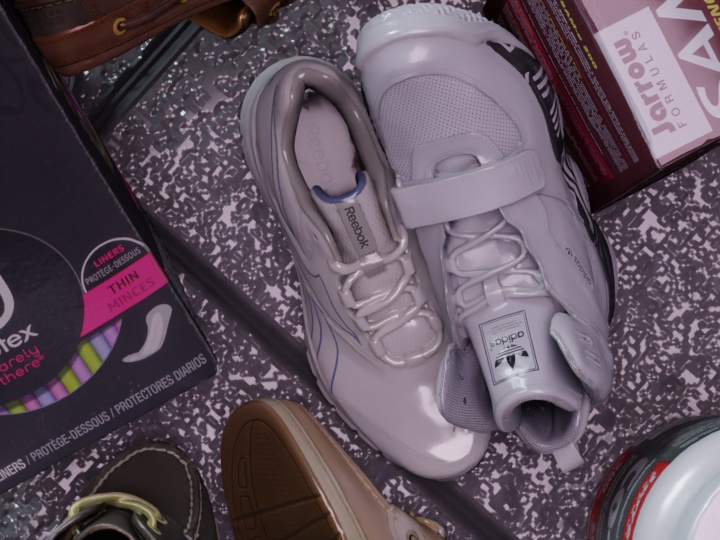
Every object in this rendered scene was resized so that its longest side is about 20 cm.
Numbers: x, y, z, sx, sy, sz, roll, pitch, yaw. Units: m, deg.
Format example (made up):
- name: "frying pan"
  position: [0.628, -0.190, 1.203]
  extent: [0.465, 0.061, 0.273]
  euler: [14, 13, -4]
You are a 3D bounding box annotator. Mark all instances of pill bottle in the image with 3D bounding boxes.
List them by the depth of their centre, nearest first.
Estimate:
- name: "pill bottle"
  position: [0.160, 0.116, 0.924]
  extent: [0.114, 0.200, 0.114]
  euler: [0, 87, -2]

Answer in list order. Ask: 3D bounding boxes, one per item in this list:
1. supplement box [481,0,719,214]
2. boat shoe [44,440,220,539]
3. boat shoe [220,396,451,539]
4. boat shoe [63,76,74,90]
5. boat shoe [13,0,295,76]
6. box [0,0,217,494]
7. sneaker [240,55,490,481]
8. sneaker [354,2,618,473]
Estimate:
- name: "supplement box"
  position: [0.106, -0.090, 0.933]
  extent: [0.061, 0.200, 0.109]
  euler: [-27, 88, -3]
- name: "boat shoe"
  position: [-0.099, 0.128, 0.923]
  extent: [0.072, 0.202, 0.060]
  euler: [5, 122, 7]
- name: "boat shoe"
  position: [0.010, 0.138, 0.992]
  extent: [0.065, 0.072, 0.200]
  euler: [-30, 87, -42]
- name: "boat shoe"
  position: [-0.223, -0.063, 0.989]
  extent: [0.200, 0.067, 0.074]
  euler: [-27, 88, -3]
- name: "boat shoe"
  position: [-0.057, -0.128, 0.917]
  extent: [0.200, 0.072, 0.068]
  euler: [-22, 103, -40]
- name: "box"
  position: [-0.161, -0.026, 0.924]
  extent: [0.122, 0.106, 0.200]
  euler: [-30, 121, -1]
- name: "sneaker"
  position: [0.000, 0.000, 0.983]
  extent: [0.074, 0.087, 0.200]
  euler: [-26, 89, -4]
- name: "sneaker"
  position: [0.055, -0.010, 0.926]
  extent: [0.075, 0.115, 0.200]
  euler: [-16, 131, 18]
